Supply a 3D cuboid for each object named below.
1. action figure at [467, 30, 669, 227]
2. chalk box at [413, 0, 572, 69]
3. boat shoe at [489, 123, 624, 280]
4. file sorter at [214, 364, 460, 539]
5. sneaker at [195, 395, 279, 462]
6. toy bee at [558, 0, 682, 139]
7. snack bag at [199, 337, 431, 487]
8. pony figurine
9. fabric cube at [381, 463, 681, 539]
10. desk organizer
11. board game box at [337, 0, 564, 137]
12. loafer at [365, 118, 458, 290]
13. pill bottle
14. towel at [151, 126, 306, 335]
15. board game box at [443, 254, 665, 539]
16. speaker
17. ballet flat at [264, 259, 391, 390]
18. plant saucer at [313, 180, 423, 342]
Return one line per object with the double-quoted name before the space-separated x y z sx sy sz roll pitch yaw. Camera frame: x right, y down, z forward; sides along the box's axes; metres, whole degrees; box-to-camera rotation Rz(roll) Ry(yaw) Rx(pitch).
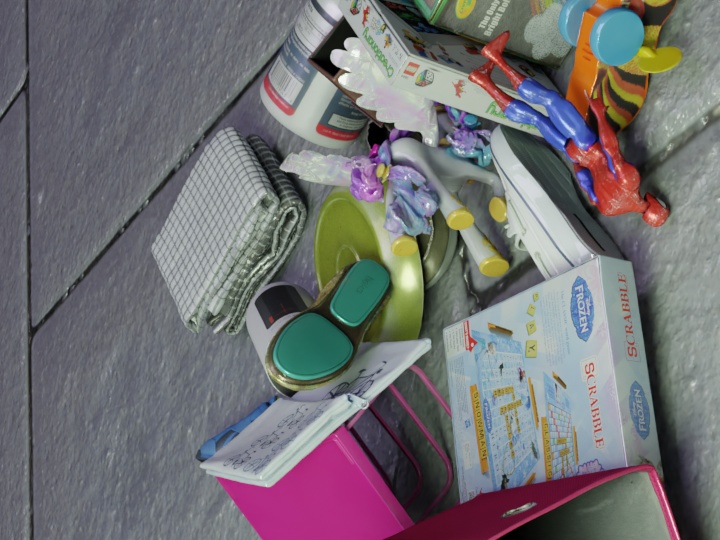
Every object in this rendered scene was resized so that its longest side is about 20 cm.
"action figure" 0.175 -0.109 1.258 0.200 0.052 0.066 48 147 11
"chalk box" 0.109 -0.284 1.369 0.125 0.198 0.124 -58 36 25
"boat shoe" 0.151 -0.046 1.328 0.067 0.073 0.201 -55 38 26
"file sorter" -0.006 0.183 1.402 0.199 0.140 0.125 -24 16 50
"sneaker" -0.106 0.180 1.658 0.199 0.066 0.079 -16 53 54
"toy bee" 0.226 -0.206 1.271 0.201 0.107 0.132 101 150 -46
"snack bag" -0.040 0.118 1.356 0.199 0.022 0.188 -39 9 -18
"pony figurine" 0.046 -0.099 1.402 0.167 0.191 0.201 -55 38 35
"fabric cube" 0.110 0.267 1.099 0.199 0.195 0.202 -20 88 54
"desk organizer" 0.045 -0.250 1.513 0.201 0.077 0.072 -50 36 3
"board game box" 0.086 -0.184 1.358 0.035 0.198 0.127 -56 40 25
"loafer" 0.040 -0.070 1.514 0.075 0.069 0.202 -46 42 38
"pill bottle" -0.011 -0.240 1.616 0.201 0.119 0.120 -57 36 26
"towel" -0.149 -0.042 1.790 0.201 0.085 0.166 -59 37 21
"board game box" 0.150 0.115 1.242 0.199 0.041 0.203 -28 61 49
"speaker" -0.067 0.069 1.561 0.200 0.080 0.082 -130 59 -76
"ballet flat" -0.032 0.061 1.382 0.071 0.071 0.200 -44 3 40
"plant saucer" 0.000 0.000 1.520 0.200 0.031 0.203 31 125 58
